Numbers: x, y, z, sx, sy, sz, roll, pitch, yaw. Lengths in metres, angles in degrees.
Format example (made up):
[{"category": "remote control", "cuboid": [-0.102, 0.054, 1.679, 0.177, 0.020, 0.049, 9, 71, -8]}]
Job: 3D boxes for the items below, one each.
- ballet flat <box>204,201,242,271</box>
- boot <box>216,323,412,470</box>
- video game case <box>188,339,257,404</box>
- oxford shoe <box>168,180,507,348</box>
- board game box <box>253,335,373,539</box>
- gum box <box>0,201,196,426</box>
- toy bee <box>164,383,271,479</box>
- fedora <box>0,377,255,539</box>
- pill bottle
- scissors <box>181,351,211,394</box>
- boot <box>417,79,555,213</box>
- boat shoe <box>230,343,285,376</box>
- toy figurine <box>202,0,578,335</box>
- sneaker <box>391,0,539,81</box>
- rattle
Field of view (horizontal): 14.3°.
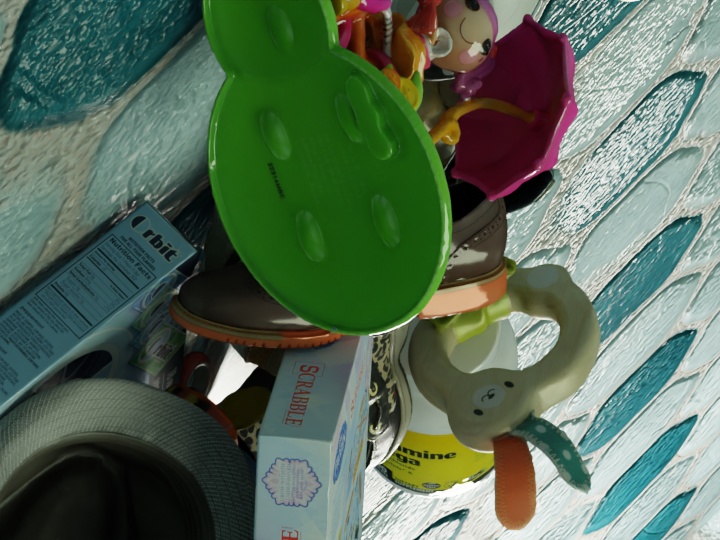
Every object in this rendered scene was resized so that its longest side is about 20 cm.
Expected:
[{"category": "ballet flat", "cuboid": [-0.046, -0.044, 1.562, 0.067, 0.063, 0.200, -13, 152, -30]}, {"category": "boot", "cuboid": [-0.035, 0.097, 1.798, 0.151, 0.073, 0.200, -46, 161, -28]}, {"category": "video game case", "cuboid": [-0.037, 0.008, 1.776, 0.143, 0.018, 0.200, -31, 157, -41]}, {"category": "oxford shoe", "cuboid": [-0.011, -0.010, 1.536, 0.199, 0.071, 0.073, -13, 122, -28]}, {"category": "board game box", "cuboid": [-0.026, 0.131, 1.558, 0.200, 0.041, 0.201, -75, 169, -65]}, {"category": "gum box", "cuboid": [-0.178, 0.073, 1.536, 0.200, 0.045, 0.170, -39, 162, -23]}, {"category": "toy bee", "cuboid": [-0.109, 0.126, 1.634, 0.131, 0.109, 0.201, -27, 141, -38]}, {"category": "fedora", "cuboid": [-0.150, 0.155, 1.504, 0.090, 0.176, 0.201, 2, -103, 66]}, {"category": "pill bottle", "cuboid": [0.052, 0.074, 1.977, 0.112, 0.112, 0.200, -42, 162, -16]}, {"category": "scissors", "cuboid": [-0.127, 0.139, 1.738, 0.073, 0.014, 0.201, -21, 127, -62]}, {"category": "boot", "cuboid": [0.048, -0.082, 1.643, 0.075, 0.097, 0.200, -52, 163, 17]}, {"category": "boat shoe", "cuboid": [0.000, 0.000, 1.699, 0.200, 0.068, 0.075, -37, 160, -31]}, {"category": "toy figurine", "cuboid": [0.028, -0.093, 1.437, 0.150, 0.201, 0.184, -12, -168, 44]}, {"category": "sneaker", "cuboid": [0.074, -0.200, 1.514, 0.201, 0.075, 0.116, -51, 156, -16]}, {"category": "rattle", "cuboid": [0.087, 0.040, 1.778, 0.201, 0.129, 0.144, -83, 177, -51]}]
